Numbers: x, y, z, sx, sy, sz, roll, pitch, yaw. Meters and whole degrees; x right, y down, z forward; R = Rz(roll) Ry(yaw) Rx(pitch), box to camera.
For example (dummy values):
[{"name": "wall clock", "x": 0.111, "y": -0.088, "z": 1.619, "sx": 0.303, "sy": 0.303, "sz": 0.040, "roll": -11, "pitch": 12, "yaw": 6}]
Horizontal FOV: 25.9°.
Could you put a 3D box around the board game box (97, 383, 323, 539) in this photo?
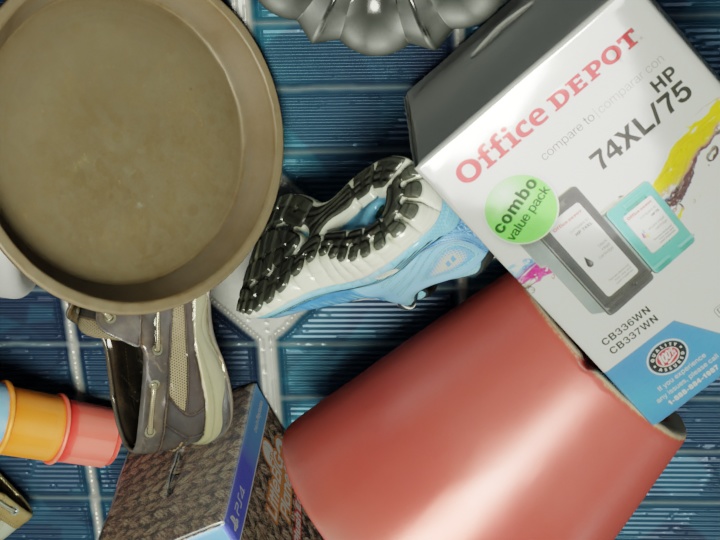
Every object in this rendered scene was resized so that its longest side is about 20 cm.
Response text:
[{"name": "board game box", "x": -0.071, "y": 0.205, "z": 1.006, "sx": 0.097, "sy": 0.160, "sz": 0.200, "roll": -23, "pitch": 113, "yaw": 14}]

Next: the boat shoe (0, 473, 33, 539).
[{"name": "boat shoe", "x": -0.286, "y": 0.101, "z": 1.030, "sx": 0.076, "sy": 0.072, "sz": 0.200, "roll": -28, "pitch": 119, "yaw": 2}]

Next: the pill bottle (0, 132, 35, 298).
[{"name": "pill bottle", "x": -0.285, "y": -0.055, "z": 0.914, "sx": 0.200, "sy": 0.120, "sz": 0.120, "roll": 8, "pitch": 117, "yaw": 1}]

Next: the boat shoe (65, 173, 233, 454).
[{"name": "boat shoe", "x": -0.134, "y": 0.020, "z": 0.940, "sx": 0.074, "sy": 0.073, "sz": 0.200, "roll": 2, "pitch": 110, "yaw": 53}]

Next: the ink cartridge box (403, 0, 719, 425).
[{"name": "ink cartridge box", "x": 0.143, "y": -0.054, "z": 0.857, "sx": 0.147, "sy": 0.146, "sz": 0.200, "roll": -40, "pitch": 107, "yaw": 15}]

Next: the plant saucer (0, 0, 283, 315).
[{"name": "plant saucer", "x": -0.134, "y": -0.075, "z": 0.878, "sx": 0.029, "sy": 0.200, "sz": 0.200, "roll": -2, "pitch": 127, "yaw": 55}]

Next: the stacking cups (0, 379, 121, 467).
[{"name": "stacking cups", "x": -0.247, "y": 0.094, "z": 0.982, "sx": 0.200, "sy": 0.061, "sz": 0.061, "roll": 17, "pitch": 119, "yaw": -30}]

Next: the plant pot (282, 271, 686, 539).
[{"name": "plant pot", "x": 0.083, "y": 0.107, "z": 0.936, "sx": 0.200, "sy": 0.200, "sz": 0.177, "roll": 41, "pitch": 105, "yaw": -15}]

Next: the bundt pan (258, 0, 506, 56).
[{"name": "bundt pan", "x": 0.010, "y": -0.205, "z": 0.838, "sx": 0.201, "sy": 0.076, "sz": 0.202, "roll": 2, "pitch": 117, "yaw": 4}]

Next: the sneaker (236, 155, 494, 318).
[{"name": "sneaker", "x": 0.000, "y": 0.000, "z": 0.906, "sx": 0.090, "sy": 0.079, "sz": 0.200, "roll": 27, "pitch": 157, "yaw": -28}]
